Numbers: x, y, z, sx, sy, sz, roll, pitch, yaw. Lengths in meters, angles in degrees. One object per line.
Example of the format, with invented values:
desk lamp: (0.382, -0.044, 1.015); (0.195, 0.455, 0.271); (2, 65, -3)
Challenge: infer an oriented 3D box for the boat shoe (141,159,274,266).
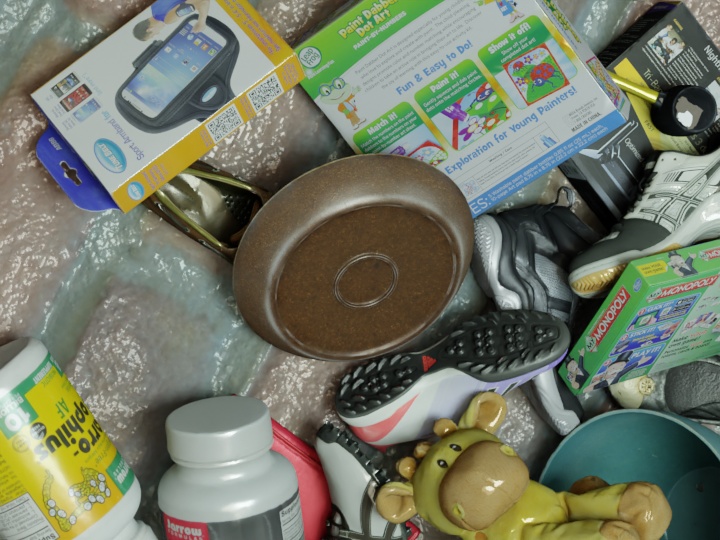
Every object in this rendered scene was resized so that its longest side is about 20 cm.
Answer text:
boat shoe: (-0.089, -0.032, 1.516); (0.200, 0.068, 0.072); (23, 91, -16)

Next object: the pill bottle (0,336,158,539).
pill bottle: (-0.240, 0.161, 1.480); (0.113, 0.113, 0.200); (-34, 103, -8)

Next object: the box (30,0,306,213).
box: (-0.156, -0.134, 1.468); (0.200, 0.041, 0.119); (-37, 62, -9)

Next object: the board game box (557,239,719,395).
board game box: (0.266, 0.029, 1.554); (0.200, 0.029, 0.135); (-12, 143, -37)

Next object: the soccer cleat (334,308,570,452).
soccer cleat: (0.081, 0.090, 1.547); (0.200, 0.068, 0.073); (-21, 133, 16)

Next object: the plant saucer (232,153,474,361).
plant saucer: (0.000, 0.000, 1.512); (0.200, 0.034, 0.200); (-10, 129, -13)

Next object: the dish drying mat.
dish drying mat: (-0.047, 0.188, 1.580); (0.200, 0.018, 0.077); (37, 88, -16)

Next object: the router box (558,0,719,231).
router box: (0.258, -0.099, 1.602); (0.157, 0.052, 0.200); (-41, 104, -7)

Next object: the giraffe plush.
giraffe plush: (0.113, 0.185, 1.488); (0.162, 0.200, 0.173); (50, 52, -10)

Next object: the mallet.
mallet: (0.186, -0.157, 1.537); (0.200, 0.066, 0.041); (22, 89, 0)

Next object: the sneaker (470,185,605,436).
sneaker: (0.170, 0.031, 1.584); (0.114, 0.075, 0.200); (-24, 100, -7)

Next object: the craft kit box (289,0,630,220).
craft kit box: (0.074, -0.148, 1.506); (0.200, 0.049, 0.198); (-32, 109, 25)

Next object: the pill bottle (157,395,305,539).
pill bottle: (-0.099, 0.205, 1.509); (0.111, 0.111, 0.200); (-11, 107, -13)

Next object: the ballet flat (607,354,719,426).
ballet flat: (0.306, 0.103, 1.638); (0.200, 0.057, 0.067); (8, 94, -15)

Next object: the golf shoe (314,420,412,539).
golf shoe: (-0.003, 0.221, 1.547); (0.094, 0.078, 0.200); (-28, 101, -9)

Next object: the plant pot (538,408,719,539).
plant pot: (0.261, 0.213, 1.589); (0.135, 0.200, 0.200); (3, 98, -51)

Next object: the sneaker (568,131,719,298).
sneaker: (0.239, -0.048, 1.544); (0.200, 0.076, 0.088); (-27, 81, -19)
